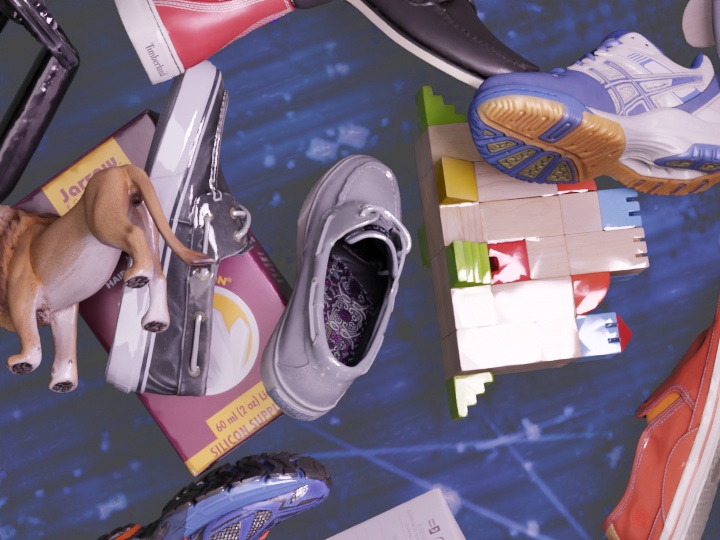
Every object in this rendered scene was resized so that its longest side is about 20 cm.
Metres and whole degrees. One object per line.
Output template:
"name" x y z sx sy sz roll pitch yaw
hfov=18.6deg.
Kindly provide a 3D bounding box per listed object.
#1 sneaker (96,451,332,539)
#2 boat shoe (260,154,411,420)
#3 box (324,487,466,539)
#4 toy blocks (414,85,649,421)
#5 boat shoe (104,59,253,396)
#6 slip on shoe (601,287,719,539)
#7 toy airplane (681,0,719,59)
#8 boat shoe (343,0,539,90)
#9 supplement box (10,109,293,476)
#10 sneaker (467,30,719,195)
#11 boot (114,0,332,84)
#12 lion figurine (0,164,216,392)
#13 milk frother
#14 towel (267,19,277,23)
"sneaker" -0.101 0.179 1.375 0.200 0.075 0.079 -30 98 11
"boat shoe" -0.001 0.000 1.312 0.070 0.201 0.071 35 136 -20
"box" -0.009 0.242 1.329 0.200 0.098 0.125 -25 119 2
"toy blocks" 0.113 -0.016 1.352 0.136 0.100 0.201 -6 81 -10
"boat shoe" -0.098 -0.023 1.289 0.071 0.072 0.201 11 99 -8
"slip on shoe" 0.201 0.087 1.355 0.061 0.074 0.201 19 90 22
"toy airplane" 0.295 -0.162 1.285 0.199 0.200 0.141 34 49 17
"boat shoe" 0.033 -0.168 1.333 0.201 0.074 0.063 39 101 25
"supplement box" -0.112 0.013 1.359 0.110 0.086 0.200 -36 88 3
"sneaker" 0.138 -0.100 1.299 0.075 0.200 0.088 -28 63 44
"boot" -0.084 -0.203 1.293 0.144 0.073 0.200 -25 46 -1
"lion figurine" -0.160 -0.012 1.250 0.200 0.072 0.123 -27 57 31
"milk frother" -0.269 -0.122 1.311 0.180 0.200 0.188 32 92 -2
"towel" -0.059 -0.259 1.351 0.147 0.050 0.200 29 95 34
